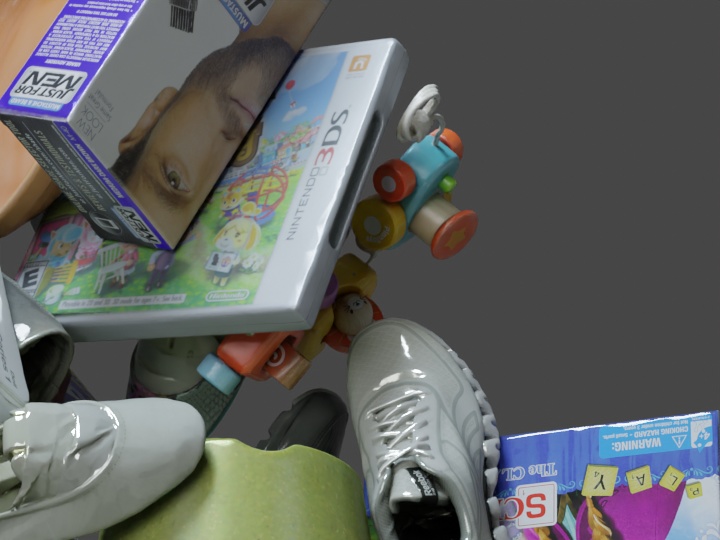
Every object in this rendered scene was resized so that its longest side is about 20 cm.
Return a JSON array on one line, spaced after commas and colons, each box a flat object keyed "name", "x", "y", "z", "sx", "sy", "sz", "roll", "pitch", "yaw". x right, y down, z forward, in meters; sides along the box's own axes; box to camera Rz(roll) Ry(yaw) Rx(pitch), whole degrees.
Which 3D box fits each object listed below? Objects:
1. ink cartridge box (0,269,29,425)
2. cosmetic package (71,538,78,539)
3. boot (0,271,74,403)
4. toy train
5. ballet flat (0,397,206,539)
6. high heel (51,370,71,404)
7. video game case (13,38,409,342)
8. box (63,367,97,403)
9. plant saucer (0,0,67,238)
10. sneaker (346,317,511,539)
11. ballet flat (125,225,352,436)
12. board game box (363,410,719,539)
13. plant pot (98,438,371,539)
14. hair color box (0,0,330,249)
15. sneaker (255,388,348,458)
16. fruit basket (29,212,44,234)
[{"name": "ink cartridge box", "x": -0.283, "y": 0.038, "z": 1.367, "sx": 0.199, "sy": 0.084, "sz": 0.146, "roll": -25, "pitch": 54, "yaw": 8}, {"name": "cosmetic package", "x": -0.233, "y": 0.205, "z": 1.431, "sx": 0.164, "sy": 0.200, "sz": 0.165, "roll": 13, "pitch": 70, "yaw": 26}, {"name": "boot", "x": -0.262, "y": 0.045, "z": 1.452, "sx": 0.182, "sy": 0.073, "sz": 0.200, "roll": -50, "pitch": 60, "yaw": 9}, {"name": "toy train", "x": 0.000, "y": 0.000, "z": 1.470, "sx": 0.056, "sy": 0.150, "sz": 0.200, "roll": 39, "pitch": 85, "yaw": 12}, {"name": "ballet flat", "x": -0.174, "y": 0.098, "z": 1.300, "sx": 0.199, "sy": 0.069, "sz": 0.070, "roll": -16, "pitch": 61, "yaw": 14}, {"name": "high heel", "x": -0.253, "y": 0.102, "z": 1.477, "sx": 0.199, "sy": 0.068, "sz": 0.096, "roll": -16, "pitch": 40, "yaw": 25}, {"name": "video game case", "x": -0.085, "y": -0.042, "z": 1.449, "sx": 0.199, "sy": 0.022, "sz": 0.183, "roll": -4, "pitch": 51, "yaw": 33}, {"name": "box", "x": -0.216, "y": 0.062, "z": 1.563, "sx": 0.070, "sy": 0.064, "sz": 0.200, "roll": -50, "pitch": 55, "yaw": 9}, {"name": "plant saucer", "x": -0.189, "y": -0.106, "z": 1.519, "sx": 0.200, "sy": 0.037, "sz": 0.201, "roll": -32, "pitch": 49, "yaw": 45}, {"name": "sneaker", "x": 0.033, "y": 0.102, "z": 1.393, "sx": 0.075, "sy": 0.081, "sz": 0.201, "roll": -25, "pitch": 56, "yaw": 12}, {"name": "ballet flat", "x": -0.079, "y": 0.018, "z": 1.532, "sx": 0.069, "sy": 0.071, "sz": 0.200, "roll": 34, "pitch": 82, "yaw": 31}, {"name": "board game box", "x": 0.097, "y": 0.181, "z": 1.397, "sx": 0.199, "sy": 0.041, "sz": 0.200, "roll": -9, "pitch": 63, "yaw": 20}, {"name": "plant pot", "x": -0.062, "y": 0.190, "z": 1.330, "sx": 0.199, "sy": 0.200, "sz": 0.185, "roll": -11, "pitch": 62, "yaw": 18}, {"name": "hair color box", "x": -0.096, "y": -0.123, "z": 1.432, "sx": 0.065, "sy": 0.109, "sz": 0.200, "roll": 11, "pitch": 60, "yaw": 41}, {"name": "sneaker", "x": -0.035, "y": 0.164, "z": 1.455, "sx": 0.079, "sy": 0.075, "sz": 0.201, "roll": 16, "pitch": 79, "yaw": 14}, {"name": "fruit basket", "x": -0.130, "y": -0.097, "z": 1.586, "sx": 0.185, "sy": 0.094, "sz": 0.200, "roll": -33, "pitch": 46, "yaw": 5}]
